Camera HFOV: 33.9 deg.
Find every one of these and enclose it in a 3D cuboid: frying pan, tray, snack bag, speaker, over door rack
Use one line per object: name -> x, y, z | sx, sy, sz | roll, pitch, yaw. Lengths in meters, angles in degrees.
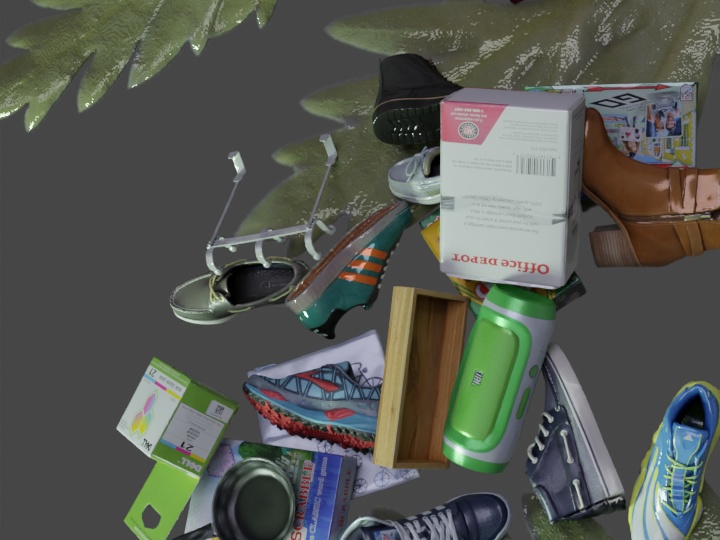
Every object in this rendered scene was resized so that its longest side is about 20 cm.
frying pan -> -0.144, 0.302, 1.366 | 0.190, 0.031, 0.115 | -50, 60, 10
tray -> 0.069, 0.123, 1.348 | 0.037, 0.098, 0.201 | 3, 86, 45
snack bag -> -0.036, 0.184, 1.433 | 0.188, 0.021, 0.201 | -19, 68, 14
speaker -> 0.154, 0.120, 1.321 | 0.088, 0.088, 0.201 | 20, 101, 24
over door rack -> -0.106, -0.078, 1.506 | 0.147, 0.067, 0.200 | -9, 45, 17

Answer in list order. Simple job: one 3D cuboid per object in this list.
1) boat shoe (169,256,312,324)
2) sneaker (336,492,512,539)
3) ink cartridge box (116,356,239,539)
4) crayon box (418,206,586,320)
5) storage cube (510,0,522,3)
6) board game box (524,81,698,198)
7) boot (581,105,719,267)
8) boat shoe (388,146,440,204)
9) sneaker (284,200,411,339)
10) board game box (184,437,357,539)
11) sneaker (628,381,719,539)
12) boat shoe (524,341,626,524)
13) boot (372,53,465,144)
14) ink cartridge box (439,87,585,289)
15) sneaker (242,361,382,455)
boat shoe -> -0.157, 0.021, 1.506 | 0.201, 0.060, 0.072 | -9, 70, 17
sneaker -> 0.067, 0.294, 1.312 | 0.200, 0.108, 0.070 | -21, 68, 12
ink cartridge box -> -0.245, 0.220, 1.427 | 0.200, 0.076, 0.148 | -62, 27, -8
crayon box -> 0.161, -0.023, 1.413 | 0.127, 0.051, 0.200 | -35, 64, 7
storage cube -> 0.232, -0.466, 1.459 | 0.199, 0.180, 0.171 | -16, 69, 15
board game box -> 0.293, -0.151, 1.391 | 0.199, 0.029, 0.135 | 1, 97, 20
boot -> 0.325, -0.099, 1.326 | 0.155, 0.077, 0.201 | -9, 101, 24
boat shoe -> 0.110, -0.128, 1.427 | 0.202, 0.065, 0.075 | 1, 49, 45
sneaker -> 0.000, 0.000, 1.459 | 0.200, 0.071, 0.080 | -44, 106, -14
board game box -> -0.114, 0.305, 1.392 | 0.199, 0.041, 0.201 | 3, 77, 28
sneaker -> 0.329, 0.206, 1.248 | 0.076, 0.105, 0.201 | 14, 78, 23
boat shoe -> 0.216, 0.183, 1.311 | 0.093, 0.075, 0.200 | -21, 68, 4
boot -> 0.115, -0.228, 1.489 | 0.199, 0.078, 0.139 | 2, 45, -2
ink cartridge box -> 0.166, -0.093, 1.307 | 0.146, 0.083, 0.201 | 7, 112, 21
sneaker -> -0.042, 0.152, 1.406 | 0.199, 0.079, 0.096 | 15, 60, 21
